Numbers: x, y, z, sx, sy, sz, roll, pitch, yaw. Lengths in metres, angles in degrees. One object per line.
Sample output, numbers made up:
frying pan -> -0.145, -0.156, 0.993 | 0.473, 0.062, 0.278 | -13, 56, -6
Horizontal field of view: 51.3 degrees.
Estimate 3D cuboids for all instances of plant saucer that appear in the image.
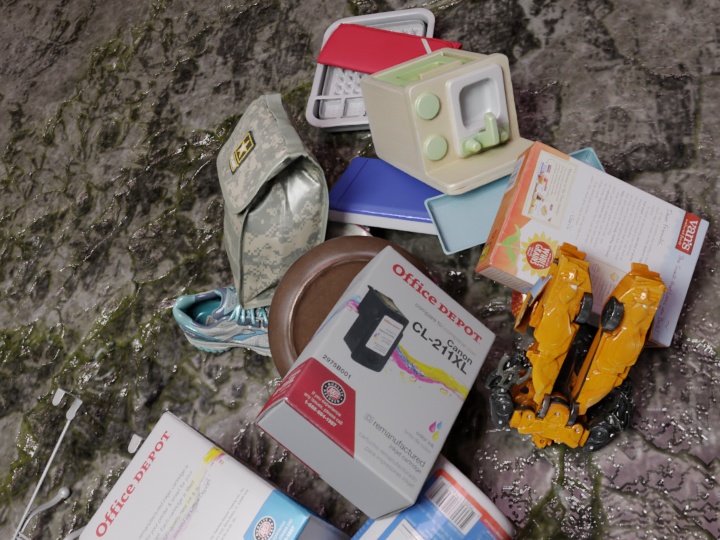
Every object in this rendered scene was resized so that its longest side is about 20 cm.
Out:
plant saucer -> -0.002, 0.063, 0.807 | 0.197, 0.034, 0.204 | 0, 91, -4
plant saucer -> 0.172, -0.073, 0.807 | 0.197, 0.019, 0.071 | -18, 65, -4

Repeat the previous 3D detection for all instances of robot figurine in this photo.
robot figurine -> 0.201, 0.082, 0.709 | 0.143, 0.203, 0.058 | 16, 26, 1

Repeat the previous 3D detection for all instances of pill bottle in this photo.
pill bottle -> 0.040, 0.277, 0.691 | 0.200, 0.113, 0.112 | -46, 57, -9

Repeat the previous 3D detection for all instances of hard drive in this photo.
hard drive -> 0.068, -0.089, 0.892 | 0.197, 0.026, 0.132 | 9, 36, 17

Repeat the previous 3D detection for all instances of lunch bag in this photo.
lunch bag -> -0.102, -0.084, 0.860 | 0.116, 0.203, 0.165 | -4, 35, -16

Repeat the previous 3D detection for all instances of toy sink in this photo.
toy sink -> 0.101, -0.183, 0.866 | 0.129, 0.113, 0.200 | -23, 28, -14

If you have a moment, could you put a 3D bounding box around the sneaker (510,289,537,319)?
sneaker -> 0.215, -0.025, 0.835 | 0.076, 0.073, 0.203 | 13, 66, -1

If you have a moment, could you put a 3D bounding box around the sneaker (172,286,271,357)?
sneaker -> -0.134, 0.057, 0.895 | 0.197, 0.087, 0.079 | -7, 60, 17

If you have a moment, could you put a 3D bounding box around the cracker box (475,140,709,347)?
cracker box -> 0.232, -0.023, 0.754 | 0.198, 0.058, 0.136 | 24, 80, -3

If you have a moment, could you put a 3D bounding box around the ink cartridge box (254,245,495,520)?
ink cartridge box -> 0.020, 0.099, 0.701 | 0.145, 0.083, 0.201 | 39, 53, -5

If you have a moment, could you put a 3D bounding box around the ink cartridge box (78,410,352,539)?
ink cartridge box -> -0.137, 0.267, 0.741 | 0.198, 0.146, 0.148 | 26, 73, 30

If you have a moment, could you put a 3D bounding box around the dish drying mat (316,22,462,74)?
dish drying mat -> 0.036, -0.297, 1.022 | 0.198, 0.018, 0.077 | 20, 71, 29

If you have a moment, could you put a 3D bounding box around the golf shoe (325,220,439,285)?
golf shoe -> 0.000, 0.000, 0.888 | 0.199, 0.075, 0.092 | 35, 82, 34

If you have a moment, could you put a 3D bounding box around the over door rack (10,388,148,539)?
over door rack -> -0.305, 0.256, 0.848 | 0.146, 0.066, 0.203 | 18, 90, 28

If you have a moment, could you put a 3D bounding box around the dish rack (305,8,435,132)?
dish rack -> 0.020, -0.274, 1.051 | 0.169, 0.044, 0.203 | -1, 62, 21
